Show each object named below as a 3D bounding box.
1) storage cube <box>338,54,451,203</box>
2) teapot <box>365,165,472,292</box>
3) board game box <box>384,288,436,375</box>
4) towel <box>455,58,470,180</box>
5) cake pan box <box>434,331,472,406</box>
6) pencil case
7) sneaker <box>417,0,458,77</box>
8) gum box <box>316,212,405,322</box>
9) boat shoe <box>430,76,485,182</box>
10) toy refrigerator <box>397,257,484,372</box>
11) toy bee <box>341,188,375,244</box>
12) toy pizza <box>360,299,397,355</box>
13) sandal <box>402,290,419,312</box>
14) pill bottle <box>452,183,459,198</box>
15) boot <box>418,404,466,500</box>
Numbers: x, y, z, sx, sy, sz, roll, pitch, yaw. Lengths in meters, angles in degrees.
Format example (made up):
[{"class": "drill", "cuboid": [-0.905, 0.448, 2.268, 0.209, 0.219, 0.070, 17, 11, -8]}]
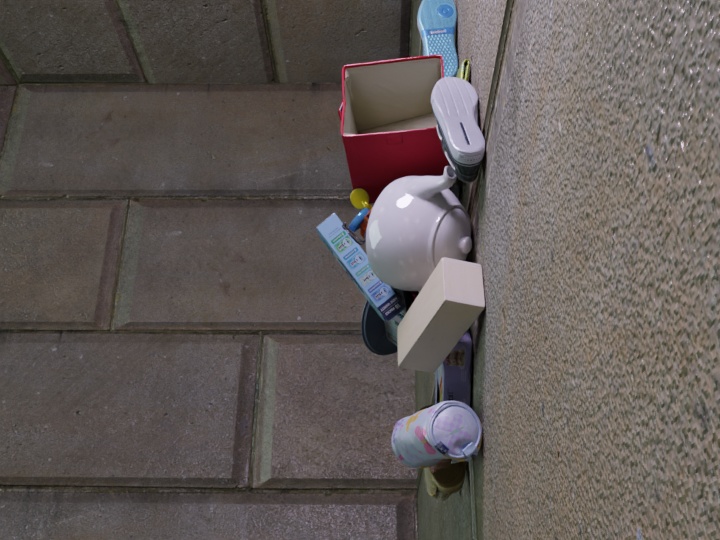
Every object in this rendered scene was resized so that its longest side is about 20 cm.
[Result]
[{"class": "storage cube", "cuboid": [0.067, -0.240, 1.432, 0.180, 0.198, 0.172, 78, -170, -55]}, {"class": "teapot", "cuboid": [0.112, -0.048, 1.317, 0.200, 0.145, 0.199, 26, -99, -55]}, {"class": "board game box", "cuboid": [0.107, 0.080, 1.571, 0.147, 0.064, 0.201, 34, 148, 37]}, {"class": "towel", "cuboid": [0.170, -0.253, 1.418, 0.200, 0.023, 0.145, 88, -177, -73]}, {"class": "cake pan box", "cuboid": [0.157, 0.182, 1.411, 0.184, 0.052, 0.202, -78, -11, -73]}, {"class": "pencil case", "cuboid": [0.114, 0.254, 1.261, 0.083, 0.091, 0.200, -49, 2, -23]}, {"class": "sneaker", "cuboid": [0.147, -0.432, 1.620, 0.131, 0.079, 0.202, 90, -179, -73]}, {"class": "gum box", "cuboid": [0.000, 0.000, 1.464, 0.201, 0.044, 0.170, 52, 177, 2]}, {"class": "boat shoe", "cuboid": [0.140, -0.210, 1.230, 0.071, 0.071, 0.201, 95, 175, -47]}, {"class": "toy refrigerator", "cuboid": [0.120, 0.072, 1.246, 0.201, 0.069, 0.076, 117, 160, -51]}, {"class": "toy bee", "cuboid": [0.041, -0.085, 1.401, 0.109, 0.131, 0.200, -46, 16, 5]}, {"class": "toy pizza", "cuboid": [0.070, 0.077, 1.682, 0.032, 0.199, 0.202, 27, 129, 42]}, {"class": "sandal", "cuboid": [0.104, 0.060, 1.423, 0.075, 0.045, 0.202, -3, -102, -78]}, {"class": "pill bottle", "cuboid": [0.106, -0.197, 1.575, 0.111, 0.110, 0.201, 89, 156, -48]}, {"class": "boot", "cuboid": [0.148, 0.359, 1.475, 0.200, 0.072, 0.157, -108, 9, -60]}]
